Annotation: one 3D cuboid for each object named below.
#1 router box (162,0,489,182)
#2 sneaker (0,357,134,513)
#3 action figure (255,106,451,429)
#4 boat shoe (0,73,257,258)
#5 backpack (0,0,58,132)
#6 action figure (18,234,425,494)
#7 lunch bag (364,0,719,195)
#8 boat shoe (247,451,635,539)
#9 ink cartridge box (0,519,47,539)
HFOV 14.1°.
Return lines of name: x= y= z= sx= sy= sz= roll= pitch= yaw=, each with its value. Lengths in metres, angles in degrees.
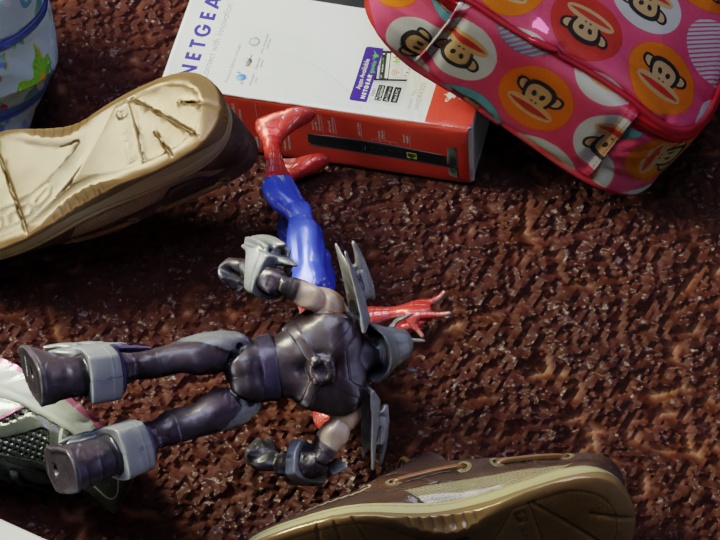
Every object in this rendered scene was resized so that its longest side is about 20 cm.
router box: x=-0.002 y=-0.151 z=1.666 sx=0.179 sy=0.049 sz=0.200 roll=8 pitch=54 yaw=10
sneaker: x=-0.207 y=0.084 z=1.501 sx=0.200 sy=0.080 sz=0.086 roll=25 pitch=81 yaw=21
action figure: x=0.000 y=0.000 z=1.540 sx=0.099 sy=0.065 sz=0.200 roll=-11 pitch=52 yaw=7
boat shoe: x=-0.150 y=-0.042 z=1.576 sx=0.200 sy=0.072 sz=0.072 roll=-23 pitch=58 yaw=16
backpack: x=-0.269 y=-0.130 z=1.617 sx=0.200 sy=0.154 sz=0.163 roll=-23 pitch=27 yaw=1
action figure: x=-0.062 y=0.051 z=1.438 sx=0.200 sy=0.069 sz=0.130 roll=-11 pitch=92 yaw=-16
lunch bag: x=0.115 y=-0.153 z=1.602 sx=0.200 sy=0.082 sz=0.176 roll=32 pitch=48 yaw=-6
boat shoe: x=0.036 y=0.128 z=1.450 sx=0.200 sy=0.072 sz=0.072 roll=-15 pitch=22 yaw=6
ink cartridge box: x=-0.213 y=0.175 z=1.423 sx=0.200 sy=0.068 sz=0.115 roll=22 pitch=58 yaw=20
